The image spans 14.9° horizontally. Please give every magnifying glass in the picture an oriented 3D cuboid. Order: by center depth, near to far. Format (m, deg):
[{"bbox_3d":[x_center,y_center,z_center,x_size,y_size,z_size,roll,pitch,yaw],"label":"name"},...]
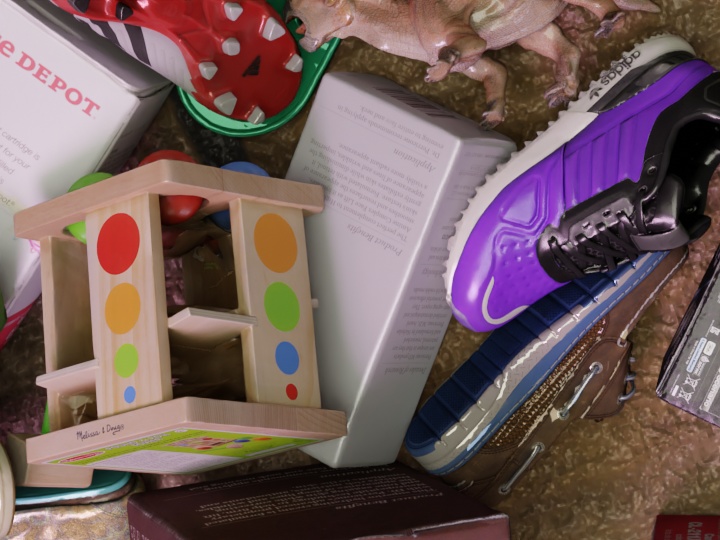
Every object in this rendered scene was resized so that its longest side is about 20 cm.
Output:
[{"bbox_3d":[-0.019,-0.150,1.570,0.200,0.022,0.080,-35,93,13],"label":"magnifying glass"}]

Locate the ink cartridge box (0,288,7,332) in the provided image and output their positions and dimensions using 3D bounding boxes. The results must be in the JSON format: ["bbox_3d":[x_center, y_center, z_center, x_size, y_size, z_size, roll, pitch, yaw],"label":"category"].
[{"bbox_3d":[-0.305,0.023,1.503,0.199,0.059,0.104,20,64,13],"label":"ink cartridge box"}]

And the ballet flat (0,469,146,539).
[{"bbox_3d":[-0.222,0.150,1.623,0.199,0.071,0.071,-2,98,8],"label":"ballet flat"}]

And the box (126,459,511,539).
[{"bbox_3d":[-0.021,0.205,1.506,0.165,0.200,0.165,-7,98,-17],"label":"box"}]

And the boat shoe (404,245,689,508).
[{"bbox_3d":[0.116,0.050,1.559,0.200,0.072,0.072,-44,113,4],"label":"boat shoe"}]

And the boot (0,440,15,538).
[{"bbox_3d":[-0.298,0.105,1.537,0.200,0.154,0.072,28,115,43],"label":"boot"}]

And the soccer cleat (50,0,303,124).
[{"bbox_3d":[-0.109,-0.144,1.510,0.069,0.200,0.085,-56,44,7],"label":"soccer cleat"}]

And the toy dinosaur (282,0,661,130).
[{"bbox_3d":[0.066,-0.158,1.516,0.199,0.086,0.136,-18,62,-13],"label":"toy dinosaur"}]

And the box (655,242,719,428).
[{"bbox_3d":[0.272,0.006,1.472,0.163,0.086,0.201,25,102,4],"label":"box"}]

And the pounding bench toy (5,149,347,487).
[{"bbox_3d":[-0.126,0.028,1.515,0.200,0.124,0.157,-17,73,40],"label":"pounding bench toy"}]

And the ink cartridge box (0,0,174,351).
[{"bbox_3d":[-0.221,-0.064,1.573,0.147,0.086,0.200,36,104,3],"label":"ink cartridge box"}]

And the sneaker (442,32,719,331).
[{"bbox_3d":[0.134,-0.034,1.501,0.200,0.070,0.100,-47,50,0],"label":"sneaker"}]

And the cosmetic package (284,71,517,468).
[{"bbox_3d":[0.000,0.000,1.548,0.101,0.074,0.201,28,104,29],"label":"cosmetic package"}]

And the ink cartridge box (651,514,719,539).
[{"bbox_3d":[0.263,0.217,1.551,0.199,0.083,0.146,0,98,9],"label":"ink cartridge box"}]
